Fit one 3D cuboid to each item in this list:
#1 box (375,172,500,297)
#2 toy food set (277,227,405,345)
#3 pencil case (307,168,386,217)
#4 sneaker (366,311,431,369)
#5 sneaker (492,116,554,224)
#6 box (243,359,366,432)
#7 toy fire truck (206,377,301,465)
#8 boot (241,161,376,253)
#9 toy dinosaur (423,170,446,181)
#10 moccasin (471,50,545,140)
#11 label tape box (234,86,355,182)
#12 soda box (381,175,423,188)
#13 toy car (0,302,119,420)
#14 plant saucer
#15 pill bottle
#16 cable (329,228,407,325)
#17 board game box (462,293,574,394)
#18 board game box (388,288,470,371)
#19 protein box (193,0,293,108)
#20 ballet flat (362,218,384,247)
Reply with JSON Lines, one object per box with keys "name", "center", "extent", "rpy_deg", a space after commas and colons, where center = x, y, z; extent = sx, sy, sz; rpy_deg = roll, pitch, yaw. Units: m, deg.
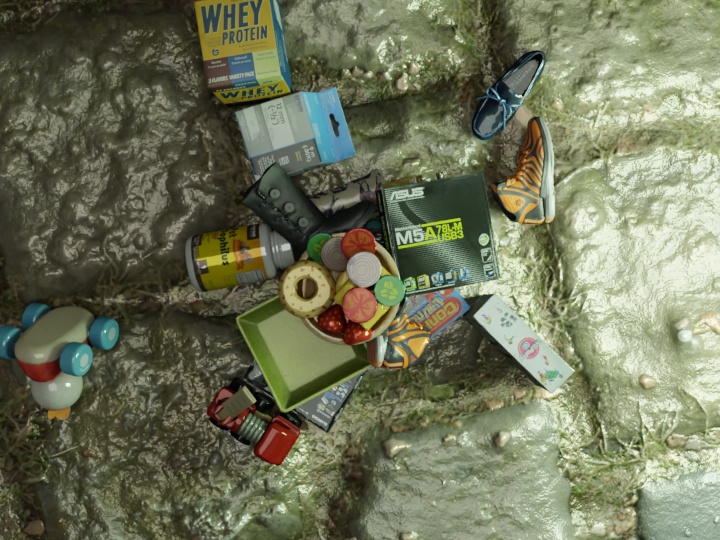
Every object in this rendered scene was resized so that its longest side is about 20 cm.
{"name": "box", "center": [0.138, -0.063, 1.541], "extent": [0.198, 0.047, 0.195], "rpy_deg": [-9, 93, -17]}
{"name": "toy food set", "center": [-0.027, 0.028, 1.491], "extent": [0.200, 0.049, 0.198], "rpy_deg": [43, 98, 4]}
{"name": "pencil case", "center": [-0.041, -0.129, 1.666], "extent": [0.199, 0.090, 0.078], "rpy_deg": [-19, 118, 2]}
{"name": "sneaker", "center": [0.070, 0.085, 1.615], "extent": [0.111, 0.078, 0.202], "rpy_deg": [6, 76, -19]}
{"name": "sneaker", "center": [0.304, -0.187, 1.645], "extent": [0.111, 0.078, 0.202], "rpy_deg": [-4, 90, 1]}
{"name": "box", "center": [-0.102, 0.193, 1.684], "extent": [0.199, 0.046, 0.160], "rpy_deg": [32, 91, 2]}
{"name": "toy fire truck", "center": [-0.198, 0.277, 1.611], "extent": [0.175, 0.200, 0.129], "rpy_deg": [34, 92, 2]}
{"name": "boot", "center": [-0.093, -0.123, 1.590], "extent": [0.200, 0.066, 0.165], "rpy_deg": [43, 91, -6]}
{"name": "toy dinosaur", "center": [0.139, -0.120, 1.649], "extent": [0.198, 0.077, 0.103], "rpy_deg": [-15, 68, -11]}
{"name": "moccasin", "center": [0.277, -0.341, 1.657], "extent": [0.080, 0.068, 0.201], "rpy_deg": [33, 92, 2]}
{"name": "label tape box", "center": [-0.124, -0.262, 1.674], "extent": [0.198, 0.066, 0.144], "rpy_deg": [-17, 90, 4]}
{"name": "soda box", "center": [0.101, -0.071, 1.600], "extent": [0.067, 0.064, 0.202], "rpy_deg": [-14, 92, 18]}
{"name": "toy car", "center": [-0.574, 0.188, 1.670], "extent": [0.183, 0.177, 0.201], "rpy_deg": [10, 120, 15]}
{"name": "plant saucer", "center": [-0.102, 0.132, 1.632], "extent": [0.199, 0.048, 0.201], "rpy_deg": [-27, 87, -1]}
{"name": "pill bottle", "center": [-0.225, -0.028, 1.656], "extent": [0.198, 0.109, 0.110], "rpy_deg": [-10, 90, 2]}
{"name": "cable", "center": [0.009, 0.025, 1.553], "extent": [0.162, 0.051, 0.202], "rpy_deg": [4, 86, -10]}
{"name": "board game box", "center": [0.290, 0.133, 1.620], "extent": [0.200, 0.148, 0.064], "rpy_deg": [45, 89, 1]}
{"name": "board game box", "center": [0.074, 0.054, 1.672], "extent": [0.200, 0.056, 0.196], "rpy_deg": [-39, 88, 2]}
{"name": "protein box", "center": [-0.213, -0.424, 1.608], "extent": [0.134, 0.200, 0.200], "rpy_deg": [-9, 90, 2]}
{"name": "ballet flat", "center": [0.000, 0.000, 1.610], "extent": [0.067, 0.064, 0.201], "rpy_deg": [24, 80, 12]}
